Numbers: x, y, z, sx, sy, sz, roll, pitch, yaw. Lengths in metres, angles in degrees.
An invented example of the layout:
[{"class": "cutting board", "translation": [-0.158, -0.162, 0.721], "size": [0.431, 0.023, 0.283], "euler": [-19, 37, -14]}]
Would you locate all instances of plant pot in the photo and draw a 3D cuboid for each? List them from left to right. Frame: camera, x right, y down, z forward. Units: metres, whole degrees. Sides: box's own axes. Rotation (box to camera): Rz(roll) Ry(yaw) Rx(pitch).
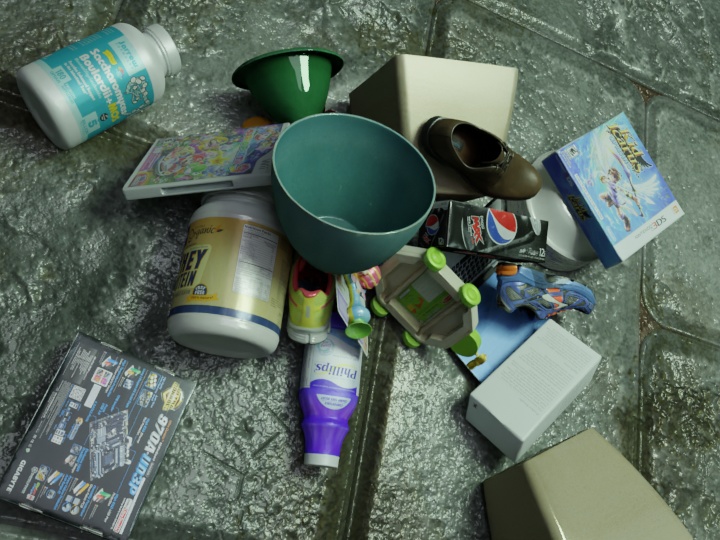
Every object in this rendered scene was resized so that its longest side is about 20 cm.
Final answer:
[{"class": "plant pot", "translation": [-0.021, -0.075, 0.803], "size": [0.195, 0.136, 0.203], "euler": [9, 49, -11]}, {"class": "plant pot", "translation": [0.107, -0.196, 0.984], "size": [0.195, 0.199, 0.182], "euler": [-1, 88, -22]}, {"class": "plant pot", "translation": [0.287, 0.339, 0.903], "size": [0.196, 0.201, 0.180], "euler": [-17, 70, -25]}]

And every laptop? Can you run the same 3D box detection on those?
[{"class": "laptop", "translation": [0.201, 0.030, 0.997], "size": [0.115, 0.203, 0.186], "euler": [29, 55, 36]}]

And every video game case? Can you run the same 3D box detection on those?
[{"class": "video game case", "translation": [-0.196, -0.146, 0.854], "size": [0.195, 0.018, 0.145], "euler": [-5, 37, 8]}, {"class": "video game case", "translation": [0.414, -0.134, 1.058], "size": [0.179, 0.045, 0.203], "euler": [-30, 87, -28]}]

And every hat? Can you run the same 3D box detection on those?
[{"class": "hat", "translation": [-0.087, -0.204, 0.929], "size": [0.162, 0.199, 0.180], "euler": [-10, 91, -26]}]

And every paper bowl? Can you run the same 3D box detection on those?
[{"class": "paper bowl", "translation": [0.358, -0.109, 1.111], "size": [0.196, 0.104, 0.206], "euler": [7, 72, -21]}]

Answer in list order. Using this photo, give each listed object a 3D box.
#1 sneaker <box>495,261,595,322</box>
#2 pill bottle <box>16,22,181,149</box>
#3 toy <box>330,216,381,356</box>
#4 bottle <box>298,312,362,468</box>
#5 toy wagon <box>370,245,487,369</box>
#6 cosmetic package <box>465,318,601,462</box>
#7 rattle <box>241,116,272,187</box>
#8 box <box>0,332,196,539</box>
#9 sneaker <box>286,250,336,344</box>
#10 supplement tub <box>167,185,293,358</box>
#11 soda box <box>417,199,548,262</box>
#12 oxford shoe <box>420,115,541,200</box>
[{"class": "sneaker", "translation": [0.283, 0.043, 1.012], "size": [0.196, 0.075, 0.080], "euler": [14, 91, -24]}, {"class": "pill bottle", "translation": [-0.341, -0.256, 0.869], "size": [0.199, 0.111, 0.111], "euler": [-40, 91, -27]}, {"class": "toy", "translation": [0.000, 0.000, 0.893], "size": [0.046, 0.116, 0.203], "euler": [-13, 50, 15]}, {"class": "bottle", "translation": [-0.043, 0.162, 0.886], "size": [0.082, 0.065, 0.205], "euler": [12, 70, -15]}, {"class": "toy wagon", "translation": [0.106, 0.057, 0.928], "size": [0.200, 0.155, 0.040], "euler": [44, 47, -3]}, {"class": "cosmetic package", "translation": [0.261, 0.177, 0.980], "size": [0.199, 0.072, 0.101], "euler": [-35, 57, -26]}, {"class": "rattle", "translation": [-0.081, -0.138, 0.984], "size": [0.197, 0.142, 0.133], "euler": [11, 102, -34]}, {"class": "box", "translation": [-0.310, 0.199, 0.778], "size": [0.157, 0.046, 0.203], "euler": [25, 66, -13]}, {"class": "sneaker", "translation": [-0.059, 0.000, 0.883], "size": [0.076, 0.092, 0.202], "euler": [2, 40, -4]}, {"class": "supplement tub", "translation": [-0.162, 0.000, 0.844], "size": [0.141, 0.144, 0.205], "euler": [13, 69, -17]}, {"class": "soda box", "translation": [0.180, -0.053, 0.935], "size": [0.196, 0.070, 0.065], "euler": [7, 87, -33]}, {"class": "oxford shoe", "translation": [0.178, -0.143, 0.878], "size": [0.197, 0.084, 0.074], "euler": [20, 93, -26]}]
